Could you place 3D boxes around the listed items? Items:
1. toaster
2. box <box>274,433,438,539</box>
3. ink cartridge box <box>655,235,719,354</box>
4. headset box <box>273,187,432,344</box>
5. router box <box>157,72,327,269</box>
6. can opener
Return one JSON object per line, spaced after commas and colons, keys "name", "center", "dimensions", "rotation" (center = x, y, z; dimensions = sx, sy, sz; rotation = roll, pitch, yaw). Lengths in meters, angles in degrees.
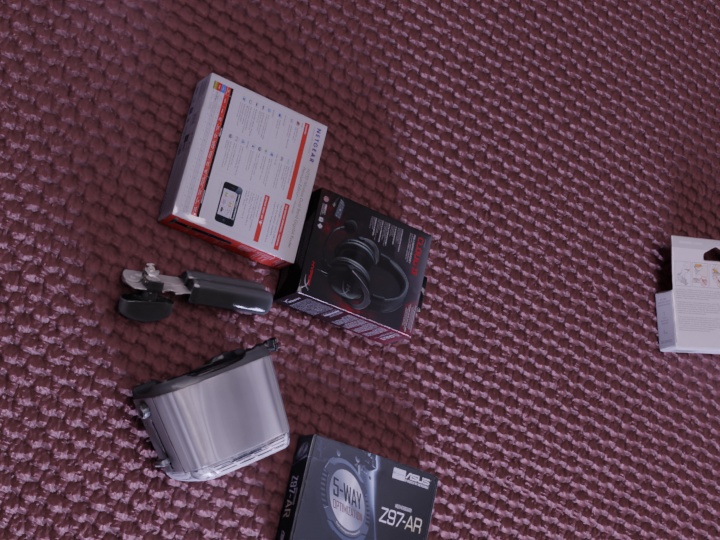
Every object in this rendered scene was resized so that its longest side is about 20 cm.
{"name": "toaster", "center": [-0.170, 0.172, 1.615], "dimensions": [0.199, 0.113, 0.130], "rotation": [-20, 94, -34]}
{"name": "box", "center": [-0.004, 0.317, 1.722], "dimensions": [0.199, 0.043, 0.161], "rotation": [23, 70, -25]}
{"name": "ink cartridge box", "center": [0.554, 0.042, 2.113], "dimensions": [0.199, 0.045, 0.178], "rotation": [5, 79, -31]}
{"name": "headset box", "center": [0.000, 0.000, 1.770], "dimensions": [0.199, 0.077, 0.150], "rotation": [23, 69, -24]}
{"name": "router box", "center": [-0.149, -0.126, 1.721], "dimensions": [0.179, 0.049, 0.202], "rotation": [23, 69, -26]}
{"name": "can opener", "center": [-0.207, 0.031, 1.662], "dimensions": [0.199, 0.053, 0.067], "rotation": [5, 112, -28]}
